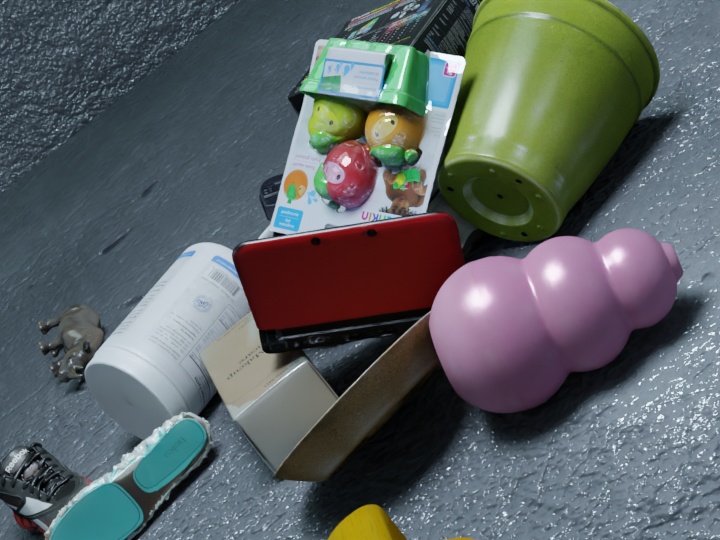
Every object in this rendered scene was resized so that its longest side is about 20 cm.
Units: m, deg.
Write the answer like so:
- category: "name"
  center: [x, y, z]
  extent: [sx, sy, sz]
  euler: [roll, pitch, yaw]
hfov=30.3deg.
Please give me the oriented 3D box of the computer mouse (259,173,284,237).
- category: "computer mouse"
  center: [-0.071, -0.053, 1.402]
  extent: [0.058, 0.034, 0.200]
  euler: [-16, 27, -2]

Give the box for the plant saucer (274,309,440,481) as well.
- category: "plant saucer"
  center: [0.009, 0.114, 1.122]
  extent: [0.200, 0.035, 0.200]
  euler: [-45, -7, -7]

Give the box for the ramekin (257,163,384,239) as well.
- category: "ramekin"
  center: [-0.017, -0.016, 1.419]
  extent: [0.199, 0.105, 0.201]
  euler: [-31, 23, 14]

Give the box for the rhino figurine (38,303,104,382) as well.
- category: "rhino figurine"
  center: [-0.393, 0.102, 1.828]
  extent: [0.087, 0.060, 0.200]
  euler: [-28, 24, -5]

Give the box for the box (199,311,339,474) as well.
- category: "box"
  center: [-0.087, 0.112, 1.305]
  extent: [0.095, 0.078, 0.200]
  euler: [-38, 21, -5]

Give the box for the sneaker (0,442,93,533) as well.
- category: "sneaker"
  center: [-0.337, 0.235, 1.423]
  extent: [0.071, 0.098, 0.199]
  euler: [-46, 24, -28]

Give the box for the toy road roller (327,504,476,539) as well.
- category: "toy road roller"
  center: [0.006, 0.238, 0.810]
  extent: [0.199, 0.147, 0.123]
  euler: [-36, 21, 3]

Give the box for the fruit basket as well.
- category: "fruit basket"
  center: [-0.001, -0.122, 1.290]
  extent: [0.184, 0.093, 0.202]
  euler: [14, 82, 37]

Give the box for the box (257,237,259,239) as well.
- category: "box"
  center: [-0.070, -0.023, 1.605]
  extent: [0.137, 0.040, 0.200]
  euler: [-42, 22, -9]

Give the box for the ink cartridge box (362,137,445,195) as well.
- category: "ink cartridge box"
  center: [0.112, -0.192, 1.517]
  extent: [0.200, 0.145, 0.147]
  euler: [-42, 22, -14]

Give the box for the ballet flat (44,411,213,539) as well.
- category: "ballet flat"
  center: [-0.228, 0.223, 1.337]
  extent: [0.199, 0.072, 0.072]
  euler: [-39, 21, -18]

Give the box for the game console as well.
- category: "game console"
  center: [0.000, 0.000, 1.218]
  extent: [0.197, 0.120, 0.172]
  euler: [-8, 13, 8]

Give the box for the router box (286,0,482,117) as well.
- category: "router box"
  center: [0.031, -0.233, 1.440]
  extent: [0.199, 0.062, 0.150]
  euler: [-12, 36, 47]

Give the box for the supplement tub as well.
- category: "supplement tub"
  center: [-0.197, 0.078, 1.476]
  extent: [0.131, 0.132, 0.200]
  euler: [-11, 33, 49]

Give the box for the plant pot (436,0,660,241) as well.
- category: "plant pot"
  center: [0.167, -0.142, 1.299]
  extent: [0.199, 0.200, 0.194]
  euler: [-9, 46, 50]

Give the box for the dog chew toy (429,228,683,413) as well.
- category: "dog chew toy"
  center: [0.156, 0.030, 1.044]
  extent: [0.198, 0.125, 0.125]
  euler: [-25, 23, 11]

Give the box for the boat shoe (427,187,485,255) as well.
- category: "boat shoe"
  center: [0.091, -0.049, 1.353]
  extent: [0.060, 0.072, 0.202]
  euler: [-40, 1, 43]
